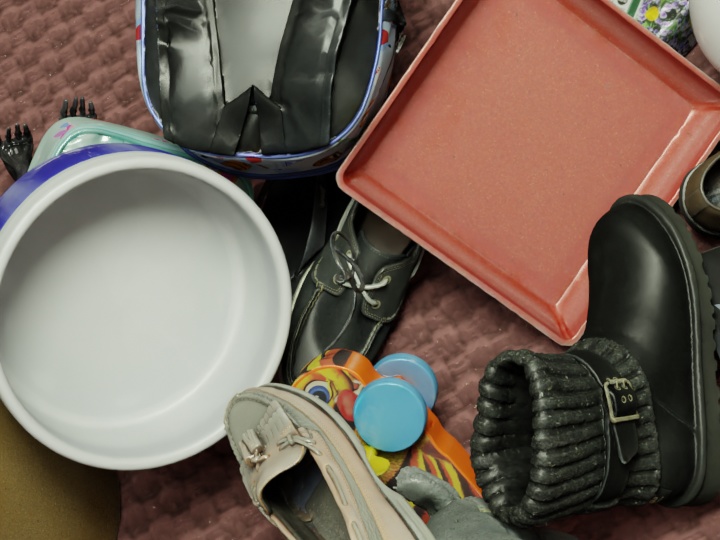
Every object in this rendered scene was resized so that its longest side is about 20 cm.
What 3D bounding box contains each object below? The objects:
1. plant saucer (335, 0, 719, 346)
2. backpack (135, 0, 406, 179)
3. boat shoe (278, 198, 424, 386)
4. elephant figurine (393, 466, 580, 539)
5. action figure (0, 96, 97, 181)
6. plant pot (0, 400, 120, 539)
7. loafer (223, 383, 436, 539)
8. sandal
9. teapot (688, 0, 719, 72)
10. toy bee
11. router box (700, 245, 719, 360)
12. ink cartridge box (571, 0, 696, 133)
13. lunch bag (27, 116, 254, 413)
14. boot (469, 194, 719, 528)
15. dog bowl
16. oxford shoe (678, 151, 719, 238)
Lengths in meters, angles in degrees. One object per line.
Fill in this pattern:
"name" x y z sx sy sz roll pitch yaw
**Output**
"plant saucer" 0.114 -0.086 1.248 0.200 0.037 0.200 35 92 -14
"backpack" -0.060 -0.155 1.242 0.199 0.154 0.191 4 77 12
"boat shoe" 0.000 0.000 1.296 0.072 0.068 0.201 27 81 4
"elephant figurine" 0.070 0.251 1.146 0.201 0.141 0.155 -64 31 9
"action figure" -0.216 -0.023 1.372 0.118 0.102 0.201 -17 62 0
"plant pot" -0.288 0.143 1.273 0.186 0.200 0.187 -8 66 18
"loafer" -0.029 0.132 1.138 0.200 0.063 0.072 42 120 39
"sandal" -0.048 -0.030 1.344 0.076 0.043 0.201 18 76 25
"teapot" 0.300 -0.209 1.202 0.197 0.146 0.200 -18 38 -13
"toy bee" -0.002 0.090 1.234 0.108 0.131 0.201 -28 78 17
"router box" 0.306 0.059 1.174 0.157 0.052 0.201 -20 63 11
"ink cartridge box" 0.139 -0.141 1.318 0.109 0.050 0.200 40 86 28
"lunch bag" -0.169 0.004 1.291 0.077 0.160 0.201 25 98 63
"boot" 0.138 0.050 1.165 0.079 0.157 0.212 -33 60 53
"dog bowl" -0.149 0.021 1.217 0.200 0.200 0.079 -51 25 -6
"oxford shoe" 0.301 -0.072 1.204 0.199 0.084 0.073 -24 83 4
